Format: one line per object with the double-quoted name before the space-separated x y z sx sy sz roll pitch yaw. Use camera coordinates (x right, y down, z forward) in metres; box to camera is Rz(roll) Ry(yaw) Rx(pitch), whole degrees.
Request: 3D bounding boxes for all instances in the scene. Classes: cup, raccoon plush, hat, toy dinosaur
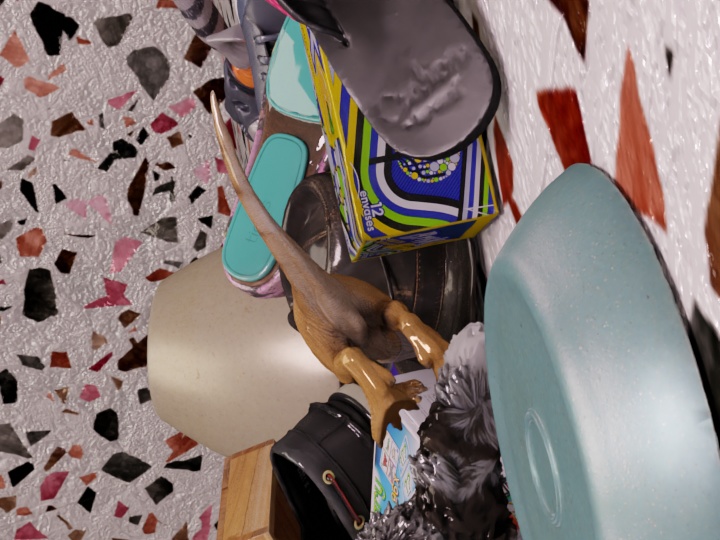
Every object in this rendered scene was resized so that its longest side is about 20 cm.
"cup" -0.072 0.058 1.173 0.200 0.143 0.200 0 -90 -84
"raccoon plush" 0.021 0.130 0.695 0.134 0.097 0.200 -16 49 61
"hat" 0.000 0.000 0.864 0.201 0.081 0.201 171 90 -78
"toy dinosaur" -0.011 0.019 0.702 0.106 0.060 0.200 39 173 30

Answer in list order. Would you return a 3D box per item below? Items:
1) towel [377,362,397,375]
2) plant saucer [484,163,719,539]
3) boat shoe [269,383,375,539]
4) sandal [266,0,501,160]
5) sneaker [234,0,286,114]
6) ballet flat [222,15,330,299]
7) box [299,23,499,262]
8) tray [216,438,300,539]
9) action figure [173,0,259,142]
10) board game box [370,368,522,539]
"towel" 0.025 0.037 1.055 0.200 0.023 0.144 -114 13 -62
"plant saucer" 0.078 0.064 0.563 0.200 0.036 0.200 169 90 -84
"boat shoe" -0.002 0.157 0.892 0.074 0.063 0.202 25 139 44
"sandal" -0.013 -0.131 0.678 0.200 0.075 0.045 54 -162 23
"sneaker" -0.031 -0.094 1.000 0.146 0.077 0.202 -96 -4 -47
"ballet flat" -0.023 -0.079 0.934 0.071 0.069 0.200 7 -78 -57
"box" 0.007 -0.110 0.748 0.070 0.064 0.200 123 135 -81
"tray" -0.024 0.206 0.940 0.099 0.037 0.200 -92 -23 -66
"action figure" -0.074 -0.170 1.168 0.194 0.105 0.200 75 -177 -57
"board game box" 0.045 0.164 0.791 0.126 0.035 0.200 -131 36 -49
